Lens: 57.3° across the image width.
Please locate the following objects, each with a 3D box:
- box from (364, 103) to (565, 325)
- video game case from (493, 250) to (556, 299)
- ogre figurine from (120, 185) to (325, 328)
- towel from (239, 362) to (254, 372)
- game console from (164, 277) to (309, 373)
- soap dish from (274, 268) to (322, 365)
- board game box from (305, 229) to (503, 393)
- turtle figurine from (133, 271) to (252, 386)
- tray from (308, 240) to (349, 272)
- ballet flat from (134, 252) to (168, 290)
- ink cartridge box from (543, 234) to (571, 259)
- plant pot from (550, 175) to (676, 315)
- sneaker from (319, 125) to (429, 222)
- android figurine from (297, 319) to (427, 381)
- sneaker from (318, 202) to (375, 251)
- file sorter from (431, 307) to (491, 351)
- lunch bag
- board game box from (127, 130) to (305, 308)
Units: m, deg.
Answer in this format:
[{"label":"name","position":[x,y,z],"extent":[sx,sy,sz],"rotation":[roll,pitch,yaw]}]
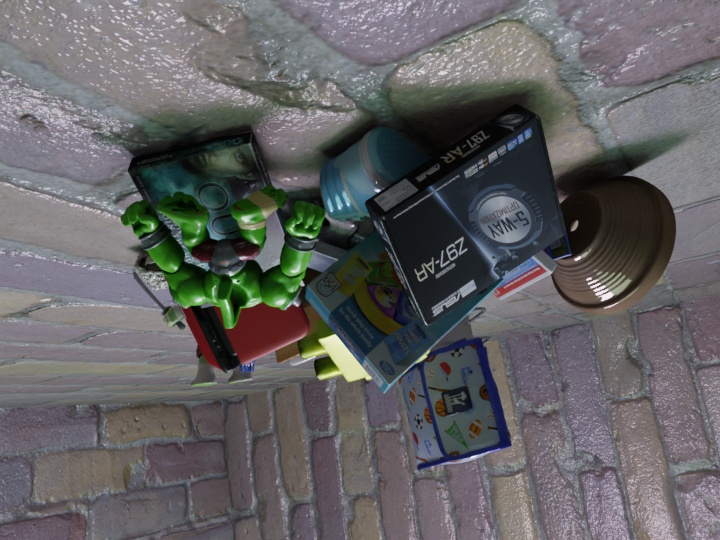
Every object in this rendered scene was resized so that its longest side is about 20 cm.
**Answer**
[{"label":"box","position":[0.119,-0.056,0.716],"extent":[0.197,0.044,0.162],"rotation":[-32,127,-6]},{"label":"video game case","position":[0.143,-0.048,0.856],"extent":[0.018,0.199,0.143],"rotation":[-49,-179,-22]},{"label":"ogre figurine","position":[-0.135,-0.015,0.671],"extent":[0.195,0.099,0.123],"rotation":[-9,122,-14]},{"label":"towel","position":[-0.130,0.043,0.959],"extent":[0.023,0.147,0.202],"rotation":[20,136,-6]},{"label":"game console","position":[-0.177,0.015,0.861],"extent":[0.117,0.204,0.171],"rotation":[-28,-170,-23]},{"label":"soap dish","position":[-0.058,0.043,1.023],"extent":[0.154,0.082,0.201],"rotation":[-25,-156,15]},{"label":"board game box","position":[0.054,0.022,0.803],"extent":[0.199,0.151,0.047],"rotation":[-39,169,-19]},{"label":"turtle figurine","position":[-0.243,0.086,1.068],"extent":[0.195,0.200,0.144],"rotation":[-10,169,18]},{"label":"tray","position":[0.000,0.000,0.891],"extent":[0.195,0.023,0.108],"rotation":[20,166,-1]},{"label":"ballet flat","position":[-0.241,-0.017,0.933],"extent":[0.196,0.074,0.071],"rotation":[-15,165,23]},{"label":"ink cartridge box","position":[0.191,-0.051,0.943],"extent":[0.196,0.123,0.042],"rotation":[-18,166,32]},{"label":"plant pot","position":[0.330,-0.049,0.929],"extent":[0.091,0.206,0.199],"rotation":[22,152,-28]},{"label":"sneaker","position":[0.033,-0.081,0.771],"extent":[0.129,0.081,0.199],"rotation":[-15,140,38]},{"label":"android figurine","position":[0.017,0.095,0.916],"extent":[0.196,0.042,0.183],"rotation":[-20,138,11]},{"label":"sneaker","position":[-0.032,-0.059,0.909],"extent":[0.079,0.077,0.200],"rotation":[9,160,-12]},{"label":"file sorter","position":[0.128,0.039,1.106],"extent":[0.135,0.205,0.125],"rotation":[-5,162,-12]},{"label":"lunch bag","position":[0.150,0.214,1.044],"extent":[0.121,0.174,0.200],"rotation":[-4,161,-28]},{"label":"board game box","position":[-0.149,-0.048,0.724],"extent":[0.132,0.029,0.203],"rotation":[-11,132,6]}]
